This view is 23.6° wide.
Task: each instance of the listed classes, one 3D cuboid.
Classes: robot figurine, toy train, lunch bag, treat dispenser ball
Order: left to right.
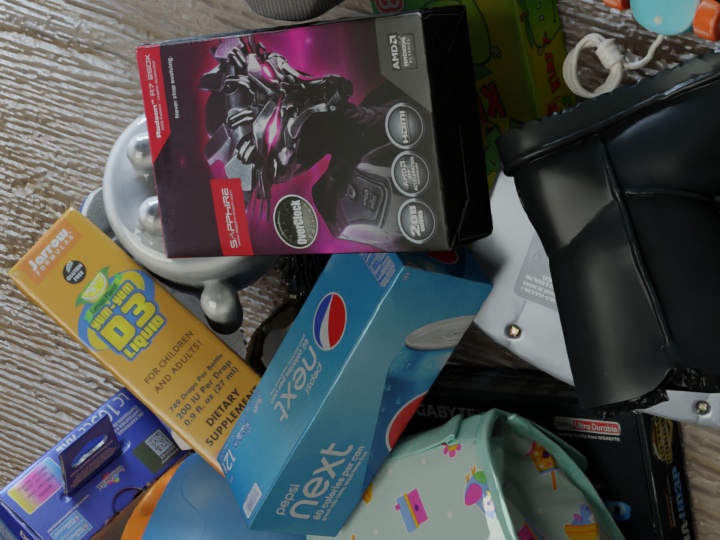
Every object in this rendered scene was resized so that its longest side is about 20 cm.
[{"bbox_3d":[-0.103,-0.044,1.120,0.113,0.200,0.170,-8,83,0],"label":"robot figurine"},{"bbox_3d":[-0.070,0.216,1.195,0.200,0.201,0.201,17,120,30],"label":"treat dispenser ball"},{"bbox_3d":[0.072,0.184,1.064,0.170,0.122,0.200,-23,102,43],"label":"lunch bag"},{"bbox_3d":[0.135,-0.202,0.931,0.150,0.056,0.201,-23,87,39],"label":"toy train"}]

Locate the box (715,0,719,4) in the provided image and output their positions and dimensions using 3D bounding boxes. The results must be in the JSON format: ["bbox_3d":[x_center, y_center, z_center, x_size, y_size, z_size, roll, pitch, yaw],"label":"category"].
[{"bbox_3d":[0.172,-0.244,0.795,0.197,0.124,0.200,40,104,17],"label":"box"}]

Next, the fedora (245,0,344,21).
[{"bbox_3d":[-0.032,-0.207,0.952,0.176,0.200,0.090,3,140,11],"label":"fedora"}]

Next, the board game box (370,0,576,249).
[{"bbox_3d":[0.076,-0.096,1.035,0.101,0.048,0.201,-1,110,37],"label":"board game box"}]

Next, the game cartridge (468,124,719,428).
[{"bbox_3d":[0.160,0.011,0.989,0.200,0.040,0.134,22,111,8],"label":"game cartridge"}]

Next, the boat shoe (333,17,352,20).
[{"bbox_3d":[-0.029,-0.093,1.044,0.071,0.076,0.200,15,169,-10],"label":"boat shoe"}]

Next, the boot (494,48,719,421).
[{"bbox_3d":[0.186,-0.024,0.908,0.200,0.076,0.169,-21,86,6],"label":"boot"}]

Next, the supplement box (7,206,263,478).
[{"bbox_3d":[-0.133,0.049,1.111,0.200,0.067,0.069,41,174,7],"label":"supplement box"}]

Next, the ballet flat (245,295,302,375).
[{"bbox_3d":[-0.014,0.025,1.150,0.071,0.065,0.200,50,131,12],"label":"ballet flat"}]

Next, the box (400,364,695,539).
[{"bbox_3d":[0.117,0.145,1.122,0.200,0.046,0.159,3,113,37],"label":"box"}]

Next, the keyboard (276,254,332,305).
[{"bbox_3d":[0.000,0.000,1.040,0.104,0.040,0.200,2,143,-7],"label":"keyboard"}]

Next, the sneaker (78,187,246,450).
[{"bbox_3d":[-0.166,0.030,1.270,0.115,0.081,0.200,-7,115,54],"label":"sneaker"}]

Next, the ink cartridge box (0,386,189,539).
[{"bbox_3d":[-0.209,0.178,1.295,0.076,0.136,0.200,43,146,8],"label":"ink cartridge box"}]

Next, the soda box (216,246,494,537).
[{"bbox_3d":[-0.006,0.062,1.011,0.200,0.068,0.064,-59,39,25],"label":"soda box"}]

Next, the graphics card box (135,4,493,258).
[{"bbox_3d":[-0.029,-0.072,0.937,0.200,0.051,0.126,0,101,34],"label":"graphics card box"}]
